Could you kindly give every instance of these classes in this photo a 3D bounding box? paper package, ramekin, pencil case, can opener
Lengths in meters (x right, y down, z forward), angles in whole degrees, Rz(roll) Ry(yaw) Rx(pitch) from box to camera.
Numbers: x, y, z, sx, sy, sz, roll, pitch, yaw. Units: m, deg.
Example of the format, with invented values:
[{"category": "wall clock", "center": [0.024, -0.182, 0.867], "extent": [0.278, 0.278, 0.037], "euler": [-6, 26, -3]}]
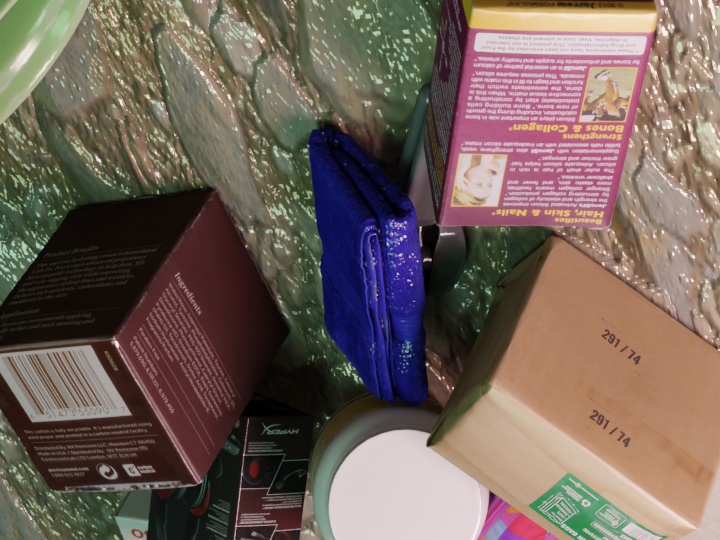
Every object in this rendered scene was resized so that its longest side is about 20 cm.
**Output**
[{"category": "paper package", "center": [0.177, 0.107, 1.551], "extent": [0.200, 0.191, 0.103], "euler": [35, 136, -6]}, {"category": "ramekin", "center": [-0.300, -0.196, 1.537], "extent": [0.098, 0.200, 0.200], "euler": [37, 136, 4]}, {"category": "pencil case", "center": [0.160, 0.186, 1.709], "extent": [0.088, 0.088, 0.200], "euler": [30, 136, 0]}, {"category": "can opener", "center": [0.056, -0.063, 1.575], "extent": [0.066, 0.053, 0.200], "euler": [-5, 137, -13]}]

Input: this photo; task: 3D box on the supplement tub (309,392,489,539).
[{"category": "supplement tub", "center": [0.031, 0.180, 1.665], "extent": [0.145, 0.200, 0.146], "euler": [0, 93, -2]}]

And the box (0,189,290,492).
[{"category": "box", "center": [-0.193, 0.061, 1.701], "extent": [0.165, 0.200, 0.165], "euler": [-6, 126, 32]}]

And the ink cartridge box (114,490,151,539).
[{"category": "ink cartridge box", "center": [-0.138, 0.291, 1.962], "extent": [0.146, 0.086, 0.201], "euler": [3, 131, 26]}]

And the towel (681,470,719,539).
[{"category": "towel", "center": [0.344, 0.204, 1.663], "extent": [0.132, 0.035, 0.200], "euler": [24, 137, 4]}]

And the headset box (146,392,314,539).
[{"category": "headset box", "center": [-0.120, 0.211, 1.778], "extent": [0.148, 0.075, 0.201], "euler": [17, 102, 53]}]

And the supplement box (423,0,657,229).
[{"category": "supplement box", "center": [0.122, -0.134, 1.400], "extent": [0.130, 0.103, 0.200], "euler": [0, 134, -8]}]

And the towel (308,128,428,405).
[{"category": "towel", "center": [0.000, 0.000, 1.601], "extent": [0.148, 0.049, 0.201], "euler": [48, 152, 44]}]
